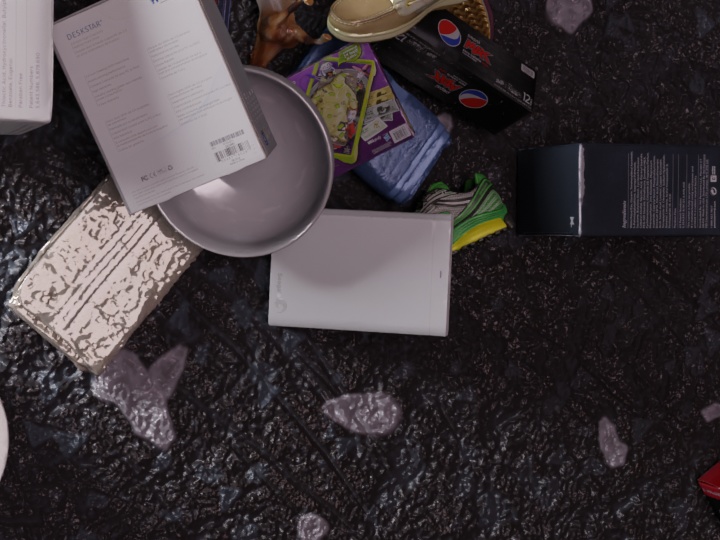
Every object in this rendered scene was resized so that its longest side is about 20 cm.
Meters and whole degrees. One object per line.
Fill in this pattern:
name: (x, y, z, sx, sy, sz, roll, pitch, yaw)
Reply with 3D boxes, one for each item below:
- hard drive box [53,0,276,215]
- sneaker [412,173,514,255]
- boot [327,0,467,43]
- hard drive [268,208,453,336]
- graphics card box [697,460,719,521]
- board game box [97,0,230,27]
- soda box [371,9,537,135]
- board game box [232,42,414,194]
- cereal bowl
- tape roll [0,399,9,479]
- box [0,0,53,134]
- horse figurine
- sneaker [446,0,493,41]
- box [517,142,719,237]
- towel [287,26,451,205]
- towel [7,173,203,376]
hard drive box: (-0.193, -0.180, 1.364, 0.155, 0.077, 0.201, -21, 102, 9)
sneaker: (0.075, -0.048, 1.590, 0.199, 0.078, 0.086, -24, 86, -22)
boot: (0.050, -0.330, 1.431, 0.199, 0.072, 0.155, -25, 145, -15)
hard drive: (0.000, 0.000, 1.522, 0.198, 0.026, 0.133, 3, 92, 10)
graphics card box: (0.536, 0.320, 1.803, 0.125, 0.051, 0.201, -35, 105, -18)
board game box: (-0.199, -0.299, 1.421, 0.134, 0.035, 0.201, -6, 123, -22)
soda box: (0.105, -0.236, 1.569, 0.199, 0.071, 0.064, 29, 55, -27)
board game box: (-0.055, -0.155, 1.499, 0.199, 0.032, 0.121, -25, 106, 10)
cereal bowl: (-0.123, -0.119, 1.456, 0.198, 0.083, 0.202, 1, 104, 4)
tape roll: (-0.449, 0.157, 1.338, 0.201, 0.139, 0.205, -1, 94, -22)
box: (-0.371, -0.235, 1.319, 0.130, 0.199, 0.202, 0, 92, -22)
horse figurine: (-0.086, -0.303, 1.489, 0.050, 0.132, 0.202, -4, 84, -35)
sneaker: (0.107, -0.339, 1.583, 0.090, 0.074, 0.201, -69, 143, -47)
box: (0.304, -0.093, 1.635, 0.198, 0.148, 0.108, -2, 93, -23)
towel: (0.003, -0.173, 1.560, 0.200, 0.048, 0.112, 40, 80, -19)
towel: (-0.266, -0.001, 1.465, 0.133, 0.034, 0.200, 44, 75, -20)
